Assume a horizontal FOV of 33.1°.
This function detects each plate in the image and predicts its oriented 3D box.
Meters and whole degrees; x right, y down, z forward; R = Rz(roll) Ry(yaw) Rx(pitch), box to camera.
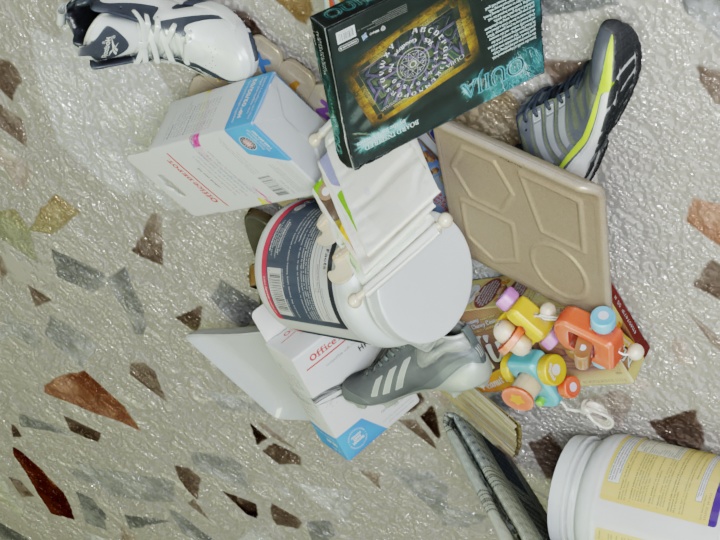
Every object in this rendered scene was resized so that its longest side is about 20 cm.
[{"bbox_3d":[-0.090,0.123,1.507,0.198,0.033,0.200,-5,140,41],"label":"plate"}]

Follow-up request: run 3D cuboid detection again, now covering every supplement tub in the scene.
[{"bbox_3d":[0.000,0.000,1.199,0.199,0.140,0.141,6,135,51],"label":"supplement tub"},{"bbox_3d":[0.309,0.252,1.260,0.198,0.146,0.147,10,136,31],"label":"supplement tub"}]

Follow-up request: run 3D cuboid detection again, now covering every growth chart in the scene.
[{"bbox_3d":[0.009,-0.079,1.101,0.144,0.202,0.018,-34,147,28],"label":"growth chart"}]

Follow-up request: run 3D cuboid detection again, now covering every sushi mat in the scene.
[{"bbox_3d":[0.101,0.127,1.337,0.200,0.012,0.096,40,161,25],"label":"sushi mat"}]

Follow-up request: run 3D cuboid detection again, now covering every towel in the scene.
[{"bbox_3d":[0.171,0.265,1.330,0.192,0.034,0.201,43,-167,-53],"label":"towel"}]

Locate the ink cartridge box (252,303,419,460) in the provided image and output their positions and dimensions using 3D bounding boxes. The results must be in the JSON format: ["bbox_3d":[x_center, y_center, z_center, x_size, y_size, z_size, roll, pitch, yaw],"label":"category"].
[{"bbox_3d":[-0.027,0.101,1.378,0.068,0.116,0.201,26,149,54],"label":"ink cartridge box"}]

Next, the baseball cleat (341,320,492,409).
[{"bbox_3d":[0.048,0.088,1.281,0.198,0.070,0.107,-13,110,38],"label":"baseball cleat"}]

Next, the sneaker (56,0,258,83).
[{"bbox_3d":[-0.206,-0.221,1.167,0.198,0.130,0.080,35,136,10],"label":"sneaker"}]

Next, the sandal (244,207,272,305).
[{"bbox_3d":[-0.103,0.012,1.407,0.081,0.055,0.201,24,142,17],"label":"sandal"}]

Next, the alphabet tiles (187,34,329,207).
[{"bbox_3d":[-0.088,-0.151,1.256,0.199,0.015,0.196,36,142,1],"label":"alphabet tiles"}]

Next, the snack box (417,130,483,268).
[{"bbox_3d":[0.078,-0.090,1.181,0.200,0.024,0.072,48,142,-14],"label":"snack box"}]

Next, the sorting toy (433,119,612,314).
[{"bbox_3d":[0.149,-0.048,1.084,0.184,0.036,0.201,30,155,35],"label":"sorting toy"}]

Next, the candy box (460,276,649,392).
[{"bbox_3d":[0.178,0.062,1.236,0.198,0.055,0.116,-8,125,44],"label":"candy box"}]

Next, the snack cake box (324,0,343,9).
[{"bbox_3d":[0.031,-0.241,1.017,0.114,0.067,0.202,18,136,26],"label":"snack cake box"}]

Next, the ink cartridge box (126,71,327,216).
[{"bbox_3d":[-0.130,-0.123,1.228,0.198,0.068,0.115,-7,142,42],"label":"ink cartridge box"}]

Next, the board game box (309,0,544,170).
[{"bbox_3d":[0.060,-0.179,0.970,0.028,0.198,0.136,44,155,43],"label":"board game box"}]

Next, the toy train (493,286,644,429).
[{"bbox_3d":[0.185,0.093,1.141,0.149,0.056,0.201,29,153,25],"label":"toy train"}]

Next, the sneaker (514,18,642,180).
[{"bbox_3d":[0.175,-0.133,1.025,0.080,0.074,0.201,31,141,13],"label":"sneaker"}]
